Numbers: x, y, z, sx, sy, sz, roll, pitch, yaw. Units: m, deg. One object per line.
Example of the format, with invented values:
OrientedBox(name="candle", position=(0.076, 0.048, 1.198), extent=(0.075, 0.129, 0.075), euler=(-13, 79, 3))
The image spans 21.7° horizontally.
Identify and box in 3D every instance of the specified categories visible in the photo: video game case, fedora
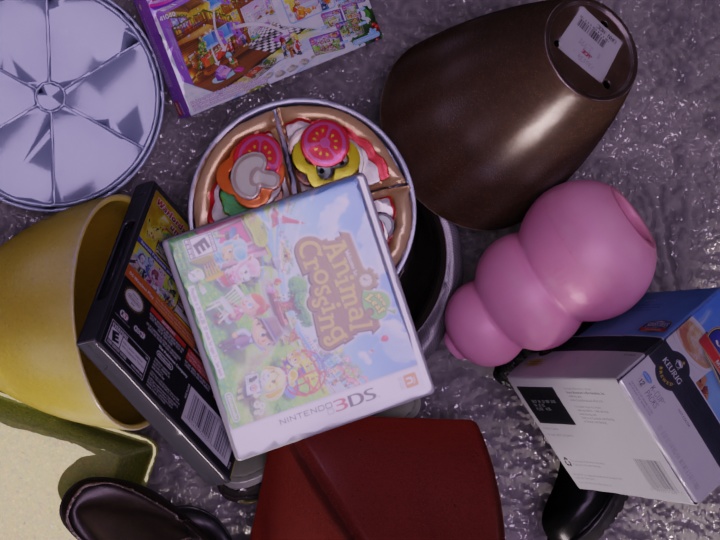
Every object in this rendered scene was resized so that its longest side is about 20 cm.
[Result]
OrientedBox(name="video game case", position=(-0.153, 0.055, 1.612), extent=(0.025, 0.181, 0.200), euler=(-14, 132, 30))
OrientedBox(name="video game case", position=(-0.052, 0.039, 1.598), extent=(0.181, 0.022, 0.201), euler=(-19, 97, -4))
OrientedBox(name="fedora", position=(0.000, 0.000, 1.697), extent=(0.176, 0.090, 0.201), euler=(12, 86, -12))

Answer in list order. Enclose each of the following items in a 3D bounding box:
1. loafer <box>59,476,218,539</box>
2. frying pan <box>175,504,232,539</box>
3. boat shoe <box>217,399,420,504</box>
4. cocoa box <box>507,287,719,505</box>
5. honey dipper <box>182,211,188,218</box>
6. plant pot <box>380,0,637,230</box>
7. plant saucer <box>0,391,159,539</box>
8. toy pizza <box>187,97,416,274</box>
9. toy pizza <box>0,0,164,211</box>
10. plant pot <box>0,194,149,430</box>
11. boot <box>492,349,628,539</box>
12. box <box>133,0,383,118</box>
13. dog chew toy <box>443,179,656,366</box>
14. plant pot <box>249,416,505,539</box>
OrientedBox(name="loafer", position=(-0.171, 0.238, 1.632), extent=(0.199, 0.071, 0.073), euler=(26, 83, 5))
OrientedBox(name="frying pan", position=(-0.147, 0.305, 1.706), extent=(0.115, 0.031, 0.191), euler=(-27, 102, -27))
OrientedBox(name="boat shoe", position=(-0.040, 0.155, 1.722), extent=(0.200, 0.061, 0.072), euler=(-19, 58, -12))
OrientedBox(name="cocoa box", position=(0.248, 0.105, 1.620), extent=(0.131, 0.200, 0.134), euler=(-38, 102, -20))
OrientedBox(name="honey dipper", position=(-0.136, 0.042, 1.706), extent=(0.038, 0.038, 0.201), euler=(-17, 96, -8))
OrientedBox(name="plant pot", position=(0.144, -0.154, 1.621), extent=(0.186, 0.200, 0.188), euler=(10, 69, -25))
OrientedBox(name="plant saucer", position=(-0.305, 0.214, 1.685), extent=(0.199, 0.048, 0.201), euler=(19, 92, -11))
OrientedBox(name="toy pizza", position=(-0.050, -0.052, 1.625), extent=(0.199, 0.032, 0.201), euler=(0, 85, -1))
OrientedBox(name="toy pizza", position=(-0.274, -0.153, 1.658), extent=(0.199, 0.032, 0.201), euler=(-1, 95, -9))
OrientedBox(name="plant pot", position=(-0.261, 0.040, 1.622), extent=(0.141, 0.200, 0.201), euler=(-4, 97, 21))
OrientedBox(name="boot", position=(0.185, 0.141, 1.745), extent=(0.158, 0.079, 0.212), euler=(32, 78, -18))
OrientedBox(name="box", position=(-0.093, -0.234, 1.666), extent=(0.199, 0.039, 0.137), euler=(-24, 99, -20))
OrientedBox(name="dog chew toy", position=(0.157, 0.011, 1.632), extent=(0.200, 0.125, 0.125), euler=(-36, 100, 16))
OrientedBox(name="plant pot", position=(0.023, 0.257, 1.640), extent=(0.199, 0.176, 0.201), euler=(4, 113, -20))
